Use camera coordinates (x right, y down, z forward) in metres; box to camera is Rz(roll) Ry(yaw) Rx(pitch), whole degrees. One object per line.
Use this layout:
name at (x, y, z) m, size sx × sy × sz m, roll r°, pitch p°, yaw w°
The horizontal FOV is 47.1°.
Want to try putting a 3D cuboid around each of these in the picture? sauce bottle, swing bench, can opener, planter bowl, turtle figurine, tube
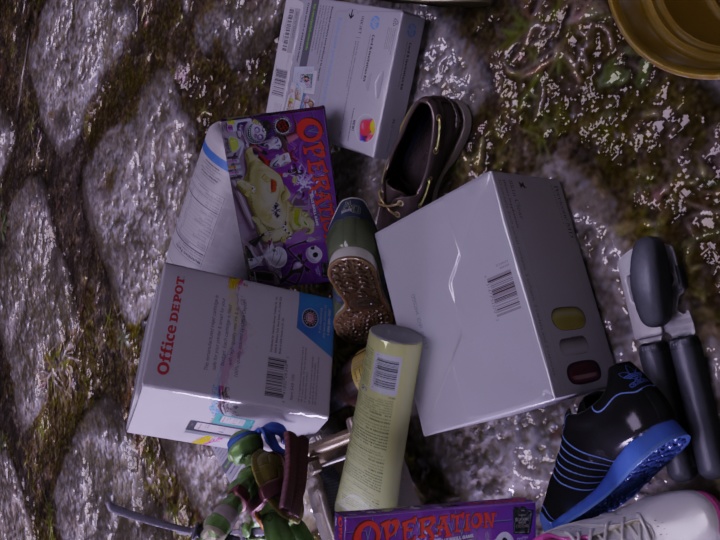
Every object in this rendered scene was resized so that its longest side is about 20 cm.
sauce bottle at (0.019, 0.113, 0.910) m, size 0.199 × 0.064 × 0.065 m, roll -32°, pitch 68°, yaw 42°
swing bench at (-0.002, 0.277, 0.890) m, size 0.199 × 0.129 × 0.201 m, roll -31°, pitch 68°, yaw 35°
can opener at (0.251, 0.073, 0.681) m, size 0.052 × 0.066 × 0.202 m, roll -18°, pitch 82°, yaw 43°
planter bowl at (0.293, -0.239, 0.619) m, size 0.199 × 0.083 × 0.203 m, roll 0°, pitch 90°, yaw 46°
turtle figurine at (-0.108, 0.269, 0.808) m, size 0.194 × 0.199 × 0.145 m, roll 46°, pitch 150°, yaw 27°
tube at (0.017, 0.152, 0.774) m, size 0.058 × 0.051 × 0.202 m, roll -113°, pitch 31°, yaw -75°

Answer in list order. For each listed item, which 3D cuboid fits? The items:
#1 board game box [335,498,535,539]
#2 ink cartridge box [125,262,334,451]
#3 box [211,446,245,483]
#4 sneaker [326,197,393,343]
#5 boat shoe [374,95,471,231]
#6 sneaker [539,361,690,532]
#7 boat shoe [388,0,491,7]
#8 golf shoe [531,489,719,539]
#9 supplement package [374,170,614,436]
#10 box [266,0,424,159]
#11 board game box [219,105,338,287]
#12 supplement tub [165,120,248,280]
board game box at (0.071, 0.276, 0.753) m, size 0.032 × 0.198 × 0.122 m, roll 161°, pitch 109°, yaw -65°
ink cartridge box at (-0.146, 0.106, 0.928) m, size 0.146 × 0.198 × 0.148 m, roll 126°, pitch 153°, yaw -54°
box at (-0.157, 0.180, 1.102) m, size 0.201 × 0.041 × 0.156 m, roll 53°, pitch 124°, yaw 30°
sneaker at (0.000, 0.000, 0.883) m, size 0.066 × 0.201 × 0.091 m, roll -2°, pitch 62°, yaw 4°
boat shoe at (0.050, -0.090, 0.879) m, size 0.072 × 0.059 × 0.201 m, roll 41°, pitch 118°, yaw 36°
sneaker at (0.201, 0.157, 0.707) m, size 0.078 × 0.069 × 0.201 m, roll 64°, pitch 147°, yaw 32°
boat shoe at (0.057, -0.314, 0.862) m, size 0.199 × 0.074 × 0.069 m, roll 25°, pitch 113°, yaw 43°
golf shoe at (0.200, 0.234, 0.674) m, size 0.200 × 0.091 × 0.076 m, roll -39°, pitch 50°, yaw 32°
supplement package at (0.123, 0.033, 0.771) m, size 0.155 × 0.110 × 0.202 m, roll -26°, pitch 73°, yaw 43°
box at (-0.025, -0.228, 0.957) m, size 0.199 × 0.041 × 0.158 m, roll 24°, pitch 108°, yaw 43°
board game box at (-0.085, -0.080, 0.946) m, size 0.032 × 0.119 × 0.202 m, roll -97°, pitch -1°, yaw -70°
supplement tub at (-0.157, -0.072, 1.038) m, size 0.132 × 0.131 × 0.202 m, roll 41°, pitch 119°, yaw 37°
